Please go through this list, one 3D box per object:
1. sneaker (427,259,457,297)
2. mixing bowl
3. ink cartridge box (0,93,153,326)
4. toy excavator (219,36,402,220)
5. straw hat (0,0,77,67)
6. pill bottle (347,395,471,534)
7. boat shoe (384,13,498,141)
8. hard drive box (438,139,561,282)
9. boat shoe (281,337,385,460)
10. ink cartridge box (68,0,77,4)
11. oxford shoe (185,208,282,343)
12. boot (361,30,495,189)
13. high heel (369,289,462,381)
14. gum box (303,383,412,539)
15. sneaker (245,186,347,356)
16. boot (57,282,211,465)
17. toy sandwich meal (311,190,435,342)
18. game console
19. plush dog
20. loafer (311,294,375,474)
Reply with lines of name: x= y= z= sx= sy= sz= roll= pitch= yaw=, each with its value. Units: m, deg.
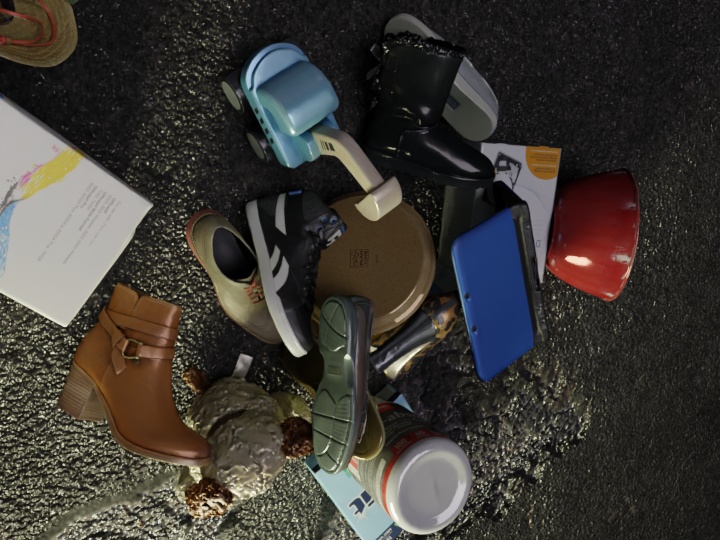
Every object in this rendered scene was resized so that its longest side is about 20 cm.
sneaker: x=0.076 y=0.000 z=0.908 sx=0.196 sy=0.077 sz=0.082 roll=13 pitch=94 yaw=-7
mixing bowl: x=0.337 y=-0.060 z=1.034 sx=0.106 sy=0.200 sz=0.204 roll=6 pitch=102 yaw=3
ink cartridge box: x=-0.330 y=-0.071 z=0.638 sx=0.199 sy=0.147 sz=0.146 roll=38 pitch=84 yaw=-32
toy excavator: x=-0.050 y=-0.155 z=0.749 sx=0.099 sy=0.199 sz=0.196 roll=-35 pitch=118 yaw=-17
straw hat: x=-0.364 y=-0.249 z=0.601 sx=0.084 sy=0.203 sz=0.201 roll=-26 pitch=125 yaw=25
pill bottle: x=0.044 y=0.237 z=0.863 sx=0.114 sy=0.199 sz=0.118 roll=-4 pitch=100 yaw=-25
boat shoe: x=0.111 y=-0.263 z=0.898 sx=0.201 sy=0.070 sz=0.072 roll=44 pitch=44 yaw=-16
hard drive box: x=0.203 y=-0.086 z=0.993 sx=0.153 sy=0.077 sz=0.204 roll=-3 pitch=105 yaw=-29
boat shoe: x=-0.026 y=0.156 z=0.848 sx=0.074 sy=0.200 sz=0.063 roll=-52 pitch=141 yaw=4
ink cartridge box: x=-0.290 y=-0.380 z=0.623 sx=0.200 sy=0.048 sz=0.146 roll=48 pitch=66 yaw=-30
oxford shoe: x=-0.140 y=0.020 z=0.818 sx=0.070 sy=0.075 sz=0.201 roll=-41 pitch=120 yaw=-14
boot: x=0.096 y=-0.202 z=0.851 sx=0.195 sy=0.074 sz=0.165 roll=14 pitch=116 yaw=-1
high heel: x=0.078 y=0.080 z=0.895 sx=0.142 sy=0.200 sz=0.072 roll=-37 pitch=85 yaw=1
gum box: x=0.032 y=0.302 z=1.016 sx=0.169 sy=0.044 sz=0.202 roll=-39 pitch=118 yaw=-16
sneaker: x=-0.060 y=-0.011 z=0.786 sx=0.110 sy=0.203 sz=0.073 roll=-20 pitch=160 yaw=3
boot: x=-0.226 y=0.113 z=0.741 sx=0.197 sy=0.074 sz=0.157 roll=23 pitch=82 yaw=10
toy sandwich meal: x=0.000 y=0.000 z=0.848 sx=0.206 sy=0.204 sz=0.070 roll=-52 pitch=161 yaw=-8
game console: x=0.171 y=0.008 z=0.883 sx=0.116 sy=0.171 sz=0.203 roll=-15 pitch=113 yaw=0
plush dog: x=-0.145 y=0.202 z=0.807 sx=0.199 sy=0.171 sz=0.162 roll=-34 pitch=118 yaw=-17
loafer: x=-0.011 y=0.129 z=0.766 sx=0.062 sy=0.071 sz=0.204 roll=-2 pitch=98 yaw=-42
